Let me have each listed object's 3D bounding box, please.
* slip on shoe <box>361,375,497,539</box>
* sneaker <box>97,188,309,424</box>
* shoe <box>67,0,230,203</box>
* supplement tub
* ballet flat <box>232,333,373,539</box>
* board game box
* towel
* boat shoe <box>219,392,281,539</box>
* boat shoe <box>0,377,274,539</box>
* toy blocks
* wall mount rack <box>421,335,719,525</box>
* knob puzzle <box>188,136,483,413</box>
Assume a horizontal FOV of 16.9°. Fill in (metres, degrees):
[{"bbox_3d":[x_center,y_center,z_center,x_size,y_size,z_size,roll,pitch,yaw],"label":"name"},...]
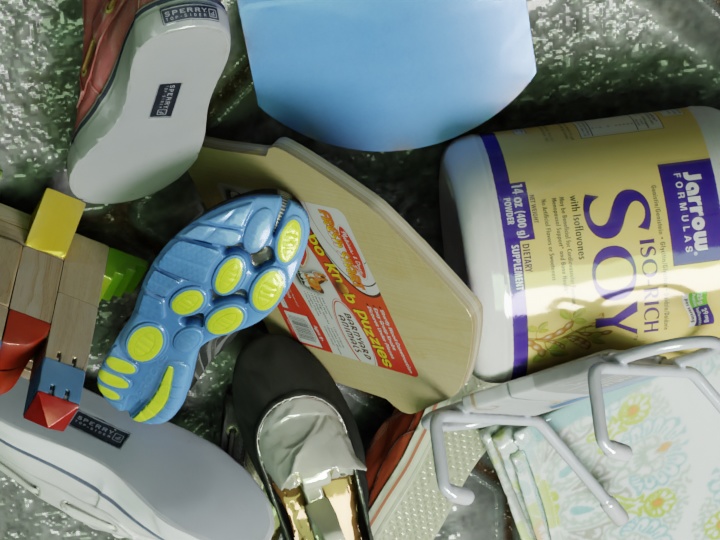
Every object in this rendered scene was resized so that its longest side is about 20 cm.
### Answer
[{"bbox_3d":[0.049,0.090,1.492,0.074,0.061,0.200,19,108,-45],"label":"slip on shoe"},{"bbox_3d":[-0.091,0.010,1.392,0.071,0.083,0.200,31,135,-9],"label":"sneaker"},{"bbox_3d":[-0.122,-0.120,1.331,0.071,0.091,0.200,-4,154,-21],"label":"shoe"},{"bbox_3d":[0.152,-0.017,1.387,0.200,0.145,0.146,-8,123,-3],"label":"supplement tub"},{"bbox_3d":[-0.021,0.134,1.440,0.068,0.068,0.200,-21,101,-9],"label":"ballet flat"},{"bbox_3d":[0.010,-0.164,1.339,0.158,0.039,0.200,-9,118,4],"label":"board game box"},{"bbox_3d":[0.182,0.111,1.514,0.200,0.048,0.171,-27,127,-8],"label":"towel"},{"bbox_3d":[-0.087,0.170,1.504,0.066,0.072,0.201,19,97,-1],"label":"boat shoe"},{"bbox_3d":[-0.143,0.126,1.456,0.200,0.074,0.065,31,136,14],"label":"boat shoe"},{"bbox_3d":[-0.227,0.022,1.351,0.200,0.137,0.100,22,133,-16],"label":"toy blocks"},{"bbox_3d":[0.139,0.096,1.372,0.200,0.075,0.174,-20,162,39],"label":"wall mount rack"},{"bbox_3d":[0.000,0.000,1.376,0.030,0.219,0.220,-44,128,-28],"label":"knob puzzle"}]
